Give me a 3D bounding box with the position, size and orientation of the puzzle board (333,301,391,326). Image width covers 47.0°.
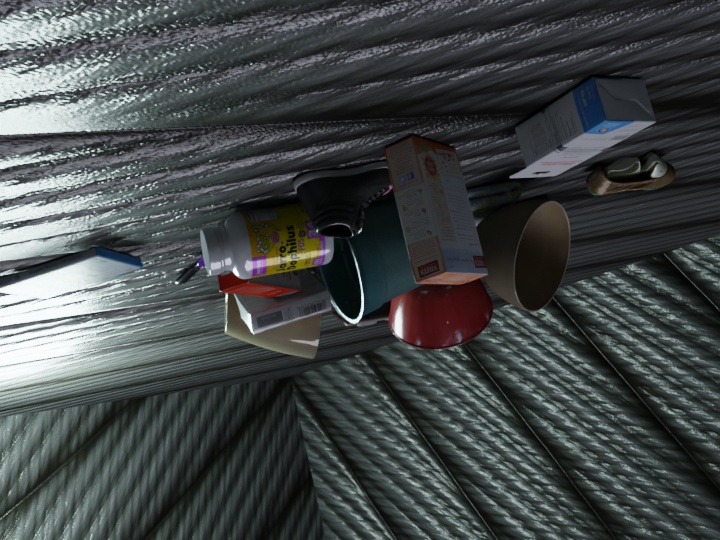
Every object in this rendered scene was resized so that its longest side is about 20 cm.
[{"bbox_3d":[0.050,0.092,1.795,0.197,0.018,0.151,-9,-171,-12],"label":"puzzle board"}]

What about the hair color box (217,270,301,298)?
[{"bbox_3d":[-0.180,-0.011,1.449,0.060,0.103,0.199,-17,168,20],"label":"hair color box"}]

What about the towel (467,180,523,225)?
[{"bbox_3d":[0.196,-0.110,1.584,0.197,0.049,0.171,-13,170,-11],"label":"towel"}]

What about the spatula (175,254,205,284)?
[{"bbox_3d":[-0.296,-0.005,1.534,0.056,0.021,0.199,9,160,-34],"label":"spatula"}]

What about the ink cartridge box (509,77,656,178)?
[{"bbox_3d":[0.309,-0.203,1.206,0.115,0.069,0.199,-6,166,-35],"label":"ink cartridge box"}]

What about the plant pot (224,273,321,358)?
[{"bbox_3d":[-0.197,0.095,1.821,0.197,0.190,0.187,3,165,-13],"label":"plant pot"}]

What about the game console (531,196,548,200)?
[{"bbox_3d":[0.334,-0.064,1.802,0.168,0.120,0.200,-15,170,6],"label":"game console"}]

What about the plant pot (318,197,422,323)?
[{"bbox_3d":[0.045,-0.038,1.414,0.194,0.203,0.200,-19,171,-19],"label":"plant pot"}]

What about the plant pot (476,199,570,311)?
[{"bbox_3d":[0.282,-0.039,1.534,0.133,0.204,0.199,16,-169,40],"label":"plant pot"}]

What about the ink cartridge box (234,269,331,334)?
[{"bbox_3d":[-0.164,0.048,1.615,0.160,0.051,0.200,-17,-159,-17],"label":"ink cartridge box"}]

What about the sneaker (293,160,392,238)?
[{"bbox_3d":[0.004,-0.102,1.238,0.197,0.101,0.071,-11,167,-22],"label":"sneaker"}]

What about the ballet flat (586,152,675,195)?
[{"bbox_3d":[0.531,-0.193,1.597,0.197,0.069,0.073,-8,149,-11],"label":"ballet flat"}]

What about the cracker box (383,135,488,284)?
[{"bbox_3d":[0.110,-0.083,1.200,0.057,0.203,0.133,-20,167,31],"label":"cracker box"}]

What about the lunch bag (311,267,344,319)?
[{"bbox_3d":[0.000,0.000,1.673,0.166,0.140,0.200,-31,171,-2],"label":"lunch bag"}]

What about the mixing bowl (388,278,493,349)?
[{"bbox_3d":[0.140,0.037,1.523,0.197,0.201,0.110,-14,126,0],"label":"mixing bowl"}]

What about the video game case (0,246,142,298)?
[{"bbox_3d":[-0.481,0.006,1.369,0.197,0.018,0.143,-17,169,12],"label":"video game case"}]

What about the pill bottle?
[{"bbox_3d":[-0.148,-0.045,1.308,0.197,0.106,0.104,-11,169,-17],"label":"pill bottle"}]
